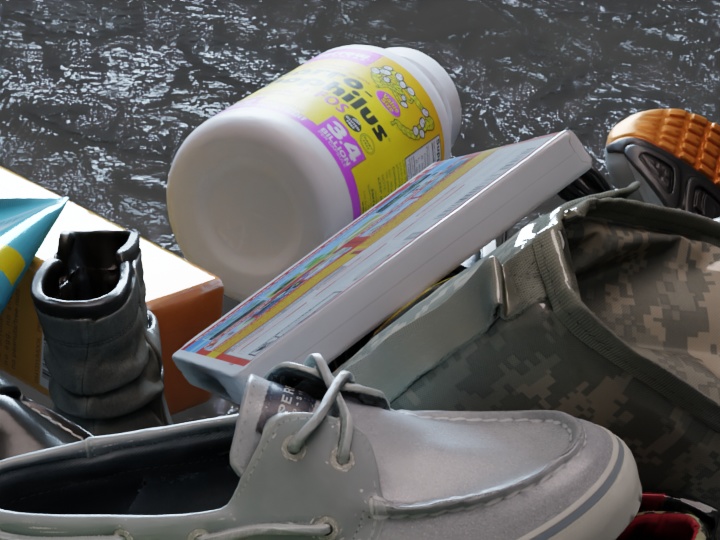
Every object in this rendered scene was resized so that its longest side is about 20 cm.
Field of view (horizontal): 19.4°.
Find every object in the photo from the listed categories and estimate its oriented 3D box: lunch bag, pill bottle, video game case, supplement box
[{"bbox_3d":[0.067,0.057,0.712,0.199,0.164,0.118,24,41,-40],"label":"lunch bag"},{"bbox_3d":[-0.016,-0.061,1.142,0.103,0.105,0.200,17,26,19],"label":"pill bottle"},{"bbox_3d":[0.000,0.000,0.793,0.143,0.018,0.200,-36,7,-9],"label":"video game case"},{"bbox_3d":[-0.158,0.005,1.009,0.199,0.069,0.066,28,31,34],"label":"supplement box"}]

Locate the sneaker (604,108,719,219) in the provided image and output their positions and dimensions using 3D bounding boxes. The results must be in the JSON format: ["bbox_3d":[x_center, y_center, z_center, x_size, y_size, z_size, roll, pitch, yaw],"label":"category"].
[{"bbox_3d":[0.160,0.015,0.968,0.092,0.200,0.076,-20,30,43],"label":"sneaker"}]

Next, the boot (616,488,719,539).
[{"bbox_3d":[0.114,0.144,0.671,0.202,0.155,0.074,-5,32,-19],"label":"boot"}]

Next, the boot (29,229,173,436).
[{"bbox_3d":[-0.092,0.044,0.826,0.067,0.132,0.200,-1,8,-2],"label":"boot"}]

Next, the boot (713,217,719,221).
[{"bbox_3d":[0.166,0.083,0.813,0.072,0.201,0.144,-28,6,34],"label":"boot"}]

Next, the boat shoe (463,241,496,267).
[{"bbox_3d":[0.035,0.030,0.992,0.060,0.076,0.200,3,27,-4],"label":"boat shoe"}]

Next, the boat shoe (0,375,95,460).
[{"bbox_3d":[-0.154,0.048,0.693,0.198,0.057,0.069,16,25,18],"label":"boat shoe"}]

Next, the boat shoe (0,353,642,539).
[{"bbox_3d":[-0.022,0.065,0.603,0.199,0.072,0.070,-13,25,8],"label":"boat shoe"}]

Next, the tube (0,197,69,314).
[{"bbox_3d":[-0.191,0.030,0.907,0.077,0.051,0.201,3,38,12],"label":"tube"}]

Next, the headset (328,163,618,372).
[{"bbox_3d":[0.035,0.037,0.858,0.094,0.200,0.123,41,-3,-9],"label":"headset"}]
